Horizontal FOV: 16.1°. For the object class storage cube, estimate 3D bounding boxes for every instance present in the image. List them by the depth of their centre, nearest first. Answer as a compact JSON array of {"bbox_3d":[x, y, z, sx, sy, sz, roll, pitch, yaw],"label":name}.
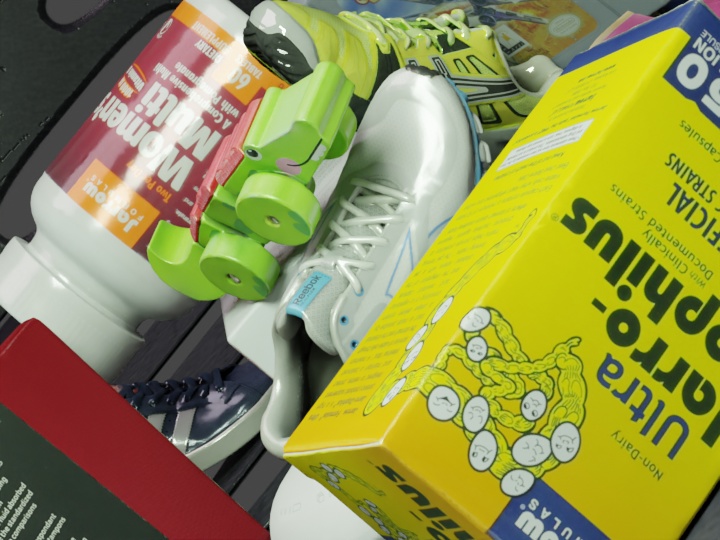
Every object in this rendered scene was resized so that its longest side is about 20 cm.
[{"bbox_3d":[-0.181,0.164,1.263,0.171,0.200,0.180,-43,6,31],"label":"storage cube"}]

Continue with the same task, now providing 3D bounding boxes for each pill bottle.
[{"bbox_3d":[-0.107,-0.044,1.369,0.200,0.109,0.110,-51,11,0],"label":"pill bottle"}]

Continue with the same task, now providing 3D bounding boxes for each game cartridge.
[{"bbox_3d":[0.055,-0.145,1.306,0.200,0.133,0.042,-32,40,41],"label":"game cartridge"}]

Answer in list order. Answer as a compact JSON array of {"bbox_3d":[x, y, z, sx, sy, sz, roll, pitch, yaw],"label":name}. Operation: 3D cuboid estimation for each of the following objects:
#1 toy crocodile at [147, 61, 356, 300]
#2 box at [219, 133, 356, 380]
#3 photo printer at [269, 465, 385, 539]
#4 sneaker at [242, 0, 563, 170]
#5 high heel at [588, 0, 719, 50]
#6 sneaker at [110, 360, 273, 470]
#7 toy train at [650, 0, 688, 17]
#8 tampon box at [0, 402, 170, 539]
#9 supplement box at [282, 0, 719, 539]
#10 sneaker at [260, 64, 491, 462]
[{"bbox_3d":[-0.049,-0.040,1.202,0.068,0.062,0.200,-67,7,-26],"label":"toy crocodile"},{"bbox_3d":[0.000,0.000,1.340,0.124,0.097,0.200,-49,11,5],"label":"box"},{"bbox_3d":[0.047,0.048,1.065,0.166,0.069,0.200,-34,19,55],"label":"photo printer"},{"bbox_3d":[0.023,-0.101,1.266,0.075,0.200,0.077,40,104,45],"label":"sneaker"},{"bbox_3d":[0.195,-0.131,1.169,0.096,0.068,0.200,19,45,39],"label":"high heel"},{"bbox_3d":[-0.132,0.088,1.522,0.200,0.085,0.075,-33,11,-1],"label":"sneaker"},{"bbox_3d":[0.137,-0.098,1.293,0.200,0.034,0.046,-56,15,-29],"label":"toy train"},{"bbox_3d":[-0.138,0.176,1.025,0.150,0.200,0.126,-37,16,49],"label":"tampon box"},{"bbox_3d":[0.083,0.020,0.914,0.200,0.109,0.109,-53,11,-17],"label":"supplement box"},{"bbox_3d":[0.002,0.002,1.183,0.087,0.075,0.201,4,-79,-57],"label":"sneaker"}]
